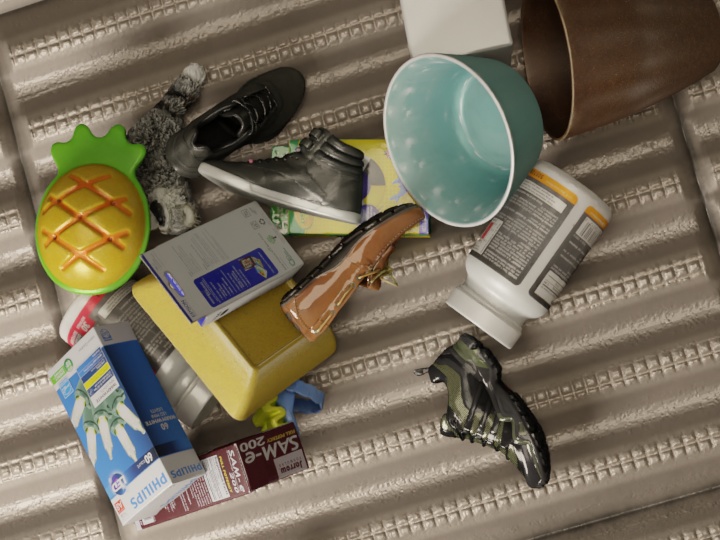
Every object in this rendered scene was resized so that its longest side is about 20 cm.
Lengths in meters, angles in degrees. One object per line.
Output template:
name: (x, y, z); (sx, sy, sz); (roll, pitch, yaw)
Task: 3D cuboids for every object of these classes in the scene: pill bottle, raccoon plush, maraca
pill bottle: (0.193, -0.018, 1.699); (0.116, 0.116, 0.201); (36, 92, 7)
raccoon plush: (-0.213, -0.138, 1.769); (0.134, 0.097, 0.201); (37, 92, -1)
pill bottle: (-0.252, 0.095, 1.748); (0.199, 0.111, 0.111); (37, 92, 7)
maraca: (-0.308, -0.072, 1.693); (0.135, 0.107, 0.203); (2, 79, 2)

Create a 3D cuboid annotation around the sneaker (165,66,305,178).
sneaker: (-0.136, -0.180, 1.735); (0.200, 0.091, 0.076); (-40, 97, -25)

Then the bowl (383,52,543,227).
bowl: (0.130, -0.161, 1.665); (0.105, 0.201, 0.202); (-26, 83, -38)

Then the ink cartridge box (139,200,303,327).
ink cartridge box: (-0.161, -0.004, 1.655); (0.100, 0.199, 0.039); (53, 131, 9)

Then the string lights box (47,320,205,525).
string lights box: (-0.265, 0.171, 1.652); (0.103, 0.059, 0.201); (-41, 71, 33)

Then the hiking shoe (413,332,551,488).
hiking shoe: (0.147, 0.179, 1.726); (0.100, 0.076, 0.201); (-34, 75, 12)

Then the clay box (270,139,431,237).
clay box: (-0.014, -0.098, 1.761); (0.197, 0.048, 0.116); (0, 87, 6)

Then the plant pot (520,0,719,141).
plant pot: (0.306, -0.259, 1.679); (0.198, 0.187, 0.189); (-11, 86, -8)

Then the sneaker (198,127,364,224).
sneaker: (-0.085, -0.125, 1.709); (0.198, 0.071, 0.100); (14, 87, -5)

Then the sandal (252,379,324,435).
sandal: (-0.108, 0.115, 1.757); (0.086, 0.079, 0.202); (-21, 81, -23)

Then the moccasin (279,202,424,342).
moccasin: (0.000, 0.000, 1.693); (0.201, 0.074, 0.078); (-44, 99, -14)

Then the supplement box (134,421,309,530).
supplement box: (-0.169, 0.238, 1.691); (0.199, 0.108, 0.062); (-23, 84, 37)

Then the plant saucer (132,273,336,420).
plant saucer: (-0.134, 0.046, 1.700); (0.200, 0.199, 0.048); (50, 133, 6)

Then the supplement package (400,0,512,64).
supplement package: (0.103, -0.339, 1.722); (0.120, 0.120, 0.203); (-10, 86, 5)
